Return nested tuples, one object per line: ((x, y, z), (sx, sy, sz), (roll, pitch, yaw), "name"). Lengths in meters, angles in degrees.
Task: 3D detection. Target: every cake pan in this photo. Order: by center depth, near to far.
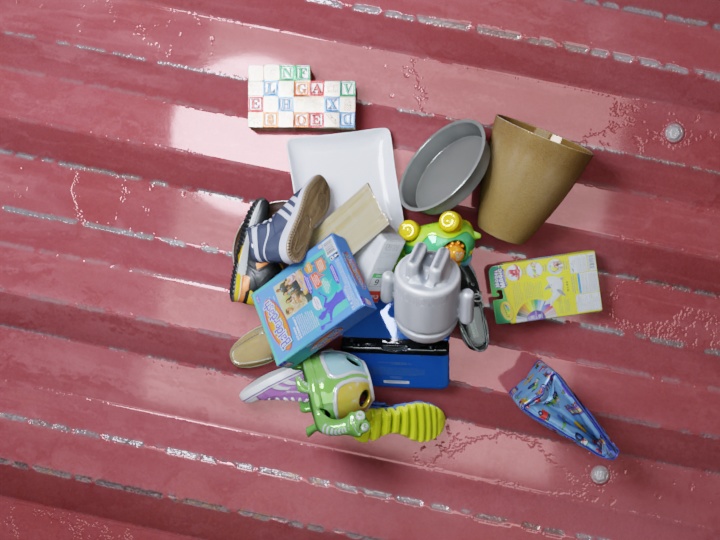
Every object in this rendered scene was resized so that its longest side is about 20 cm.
((0.154, -0.182, 1.450), (0.037, 0.200, 0.200), (36, 94, -31), "cake pan")

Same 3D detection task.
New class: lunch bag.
((0.384, 0.271, 1.471), (0.200, 0.151, 0.094), (42, 93, 0), "lunch bag")

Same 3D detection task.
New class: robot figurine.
((0.114, 0.046, 1.384), (0.169, 0.113, 0.200), (16, 137, 19), "robot figurine")

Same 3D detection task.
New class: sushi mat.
((-0.040, -0.058, 1.421), (0.200, 0.012, 0.096), (-40, 62, 20), "sushi mat")

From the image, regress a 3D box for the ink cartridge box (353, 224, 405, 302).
((0.000, 0.000, 1.459), (0.050, 0.109, 0.200), (2, 123, -36), "ink cartridge box")

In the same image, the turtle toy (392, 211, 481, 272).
((0.123, -0.037, 1.461), (0.200, 0.146, 0.101), (-12, 81, 18), "turtle toy")

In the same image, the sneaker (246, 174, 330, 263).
((-0.131, -0.091, 1.434), (0.108, 0.200, 0.070), (-7, 135, 33), "sneaker")

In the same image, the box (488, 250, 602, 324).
((0.345, 0.033, 1.515), (0.200, 0.048, 0.118), (-8, 93, 0), "box")

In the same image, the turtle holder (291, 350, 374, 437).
((-0.044, 0.212, 1.412), (0.132, 0.186, 0.141), (-12, 92, -8), "turtle holder")

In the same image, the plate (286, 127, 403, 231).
((-0.030, -0.158, 1.507), (0.199, 0.032, 0.200), (-8, 86, -8), "plate")

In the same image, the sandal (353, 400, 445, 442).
((0.065, 0.277, 1.517), (0.200, 0.087, 0.080), (7, 96, -20), "sandal")

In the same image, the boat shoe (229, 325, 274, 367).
((-0.158, 0.130, 1.518), (0.200, 0.076, 0.072), (-26, 92, 3), "boat shoe")

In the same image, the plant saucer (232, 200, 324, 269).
((-0.142, -0.033, 1.532), (0.200, 0.034, 0.201), (0, 92, 1), "plant saucer")

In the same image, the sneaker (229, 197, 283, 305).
((-0.182, -0.032, 1.491), (0.090, 0.070, 0.200), (13, 91, -17), "sneaker")

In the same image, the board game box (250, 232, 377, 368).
((-0.085, 0.054, 1.390), (0.200, 0.045, 0.152), (-35, 61, 21), "board game box")

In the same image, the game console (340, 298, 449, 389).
((0.070, 0.125, 1.515), (0.200, 0.118, 0.171), (2, 134, 9), "game console")

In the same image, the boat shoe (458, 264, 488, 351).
((0.195, 0.058, 1.508), (0.073, 0.068, 0.200), (-13, 92, 2), "boat shoe")

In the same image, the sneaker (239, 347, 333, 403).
((-0.123, 0.236, 1.526), (0.200, 0.073, 0.114), (-22, 95, 2), "sneaker")

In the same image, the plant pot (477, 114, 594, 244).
((0.292, -0.156, 1.455), (0.186, 0.186, 0.200), (22, 107, 1), "plant pot")

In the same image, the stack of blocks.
((-0.108, -0.321, 1.506), (0.200, 0.059, 0.115), (1, 92, 2), "stack of blocks")
